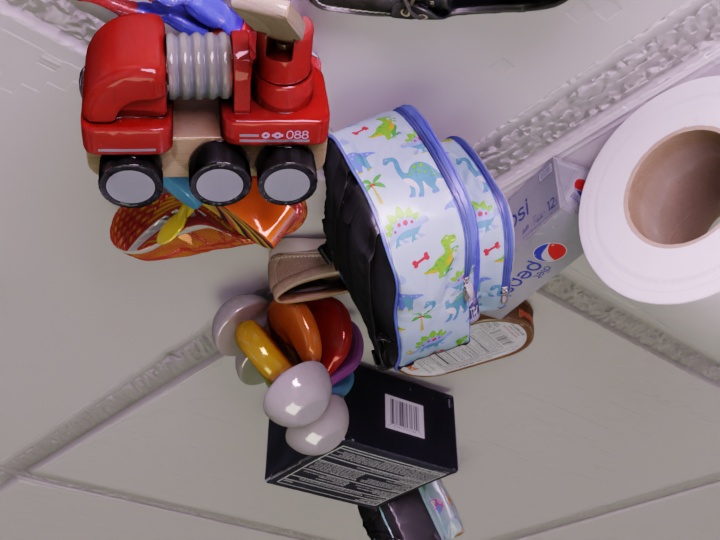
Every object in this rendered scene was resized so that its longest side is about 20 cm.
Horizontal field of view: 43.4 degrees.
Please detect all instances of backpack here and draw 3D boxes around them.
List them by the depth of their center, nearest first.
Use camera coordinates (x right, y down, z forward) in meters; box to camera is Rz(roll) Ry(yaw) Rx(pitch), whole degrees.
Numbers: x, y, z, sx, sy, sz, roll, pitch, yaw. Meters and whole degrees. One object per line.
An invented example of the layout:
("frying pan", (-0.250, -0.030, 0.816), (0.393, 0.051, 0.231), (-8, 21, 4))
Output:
("backpack", (0.046, -0.040, 0.796), (0.146, 0.184, 0.201), (-22, 146, -10))
("backpack", (0.075, 0.404, 1.505), (0.152, 0.177, 0.200), (-25, 166, -19))

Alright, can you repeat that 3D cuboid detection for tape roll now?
("tape roll", (0.306, -0.043, 0.769), (0.139, 0.204, 0.202), (28, 138, -37))

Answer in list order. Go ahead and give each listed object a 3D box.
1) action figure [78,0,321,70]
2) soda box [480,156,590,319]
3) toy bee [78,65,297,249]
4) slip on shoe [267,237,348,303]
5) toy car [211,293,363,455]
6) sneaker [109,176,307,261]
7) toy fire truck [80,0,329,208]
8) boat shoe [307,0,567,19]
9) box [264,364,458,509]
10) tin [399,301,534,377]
("action figure", (-0.108, -0.186, 0.673), (0.199, 0.052, 0.065), (20, 148, -38))
("soda box", (0.168, -0.027, 0.920), (0.068, 0.064, 0.200), (14, 145, -21))
("toy bee", (-0.142, -0.096, 0.783), (0.130, 0.201, 0.109), (-31, -177, -14))
("slip on shoe", (0.000, 0.000, 0.961), (0.198, 0.061, 0.076), (-1, 148, -1))
("toy car", (-0.067, 0.101, 1.060), (0.150, 0.175, 0.200), (-38, 147, -10))
("sneaker", (-0.145, -0.052, 0.886), (0.198, 0.074, 0.077), (-5, 170, 14))
("toy fire truck", (-0.103, -0.133, 0.615), (0.174, 0.129, 0.201), (-1, 141, -11))
("boat shoe", (0.053, -0.207, 0.634), (0.198, 0.057, 0.069), (-6, 148, 7))
("box", (-0.002, 0.237, 1.281), (0.199, 0.124, 0.198), (22, 140, -30))
("tin", (0.120, 0.084, 1.123), (0.199, 0.042, 0.112), (-21, 139, 28))
